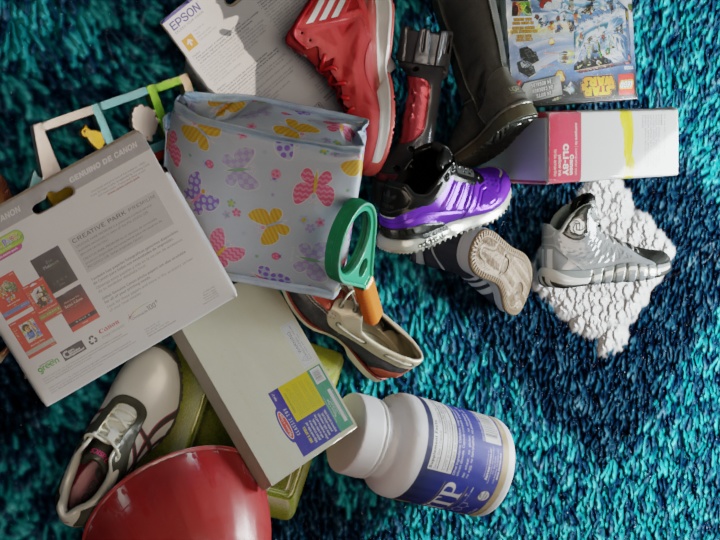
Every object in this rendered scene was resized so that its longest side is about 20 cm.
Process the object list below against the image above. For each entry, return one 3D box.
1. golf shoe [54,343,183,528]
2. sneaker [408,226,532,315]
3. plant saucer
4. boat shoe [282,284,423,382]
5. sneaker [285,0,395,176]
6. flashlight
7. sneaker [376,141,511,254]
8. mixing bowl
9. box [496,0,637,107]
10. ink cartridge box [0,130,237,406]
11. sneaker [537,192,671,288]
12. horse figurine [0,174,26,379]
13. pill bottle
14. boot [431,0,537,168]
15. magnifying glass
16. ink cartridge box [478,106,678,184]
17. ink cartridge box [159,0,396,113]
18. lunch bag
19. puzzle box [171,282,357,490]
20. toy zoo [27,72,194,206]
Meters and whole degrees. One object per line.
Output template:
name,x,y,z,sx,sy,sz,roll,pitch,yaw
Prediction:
golf shoe,-0.238,0.165,1.005,0.077,0.088,0.201,25,80,1
sneaker,0.130,-0.011,1.205,0.200,0.108,0.071,38,72,-55
plant saucer,-0.121,0.163,1.095,0.198,0.048,0.202,21,85,-27
boat shoe,-0.011,0.050,1.121,0.200,0.062,0.072,46,43,-25
sneaker,-0.027,-0.202,1.063,0.114,0.078,0.202,2,83,-18
flashlight,0.055,-0.169,1.126,0.067,0.068,0.202,10,105,16
sneaker,0.097,-0.095,1.096,0.199,0.069,0.100,-27,125,-38
mixing bowl,-0.166,0.285,1.000,0.198,0.109,0.201,-18,135,-19
box,0.255,-0.275,1.253,0.198,0.040,0.139,-8,97,-26
ink cartridge box,-0.242,-0.008,0.921,0.199,0.084,0.177,-29,104,-7
sneaker,0.315,-0.043,1.286,0.198,0.075,0.117,-6,95,-25
horse figurine,-0.348,0.010,0.967,0.132,0.050,0.201,-40,108,-12
pill bottle,0.067,0.206,1.154,0.198,0.119,0.121,18,86,-26
boot,0.118,-0.231,1.155,0.072,0.182,0.202,-16,76,-35
magnifying glass,0.000,0.000,1.006,0.080,0.022,0.201,-62,161,-23
ink cartridge box,0.261,-0.150,1.208,0.198,0.145,0.084,-6,98,-26
ink cartridge box,-0.087,-0.239,1.081,0.196,0.043,0.201,-43,111,-16
lunch bag,-0.101,-0.083,1.010,0.198,0.127,0.171,9,115,-2
puzzle box,-0.101,0.110,1.047,0.133,0.025,0.201,-26,84,-42
toy zoo,-0.246,-0.108,1.024,0.199,0.020,0.132,-25,105,-23
